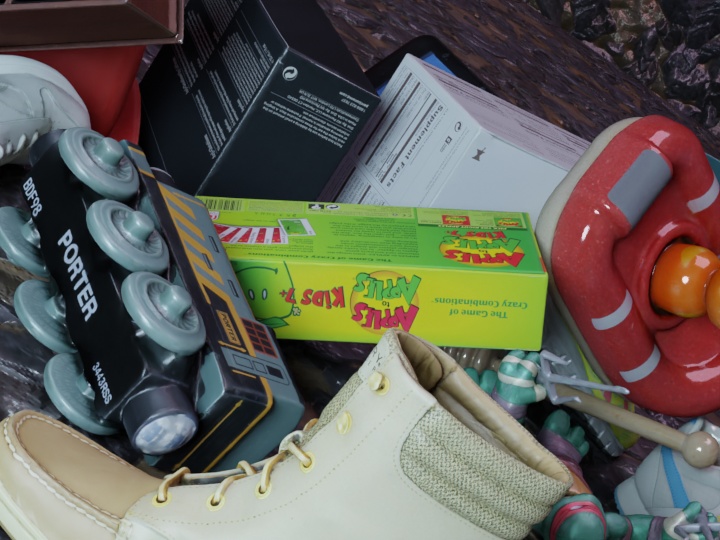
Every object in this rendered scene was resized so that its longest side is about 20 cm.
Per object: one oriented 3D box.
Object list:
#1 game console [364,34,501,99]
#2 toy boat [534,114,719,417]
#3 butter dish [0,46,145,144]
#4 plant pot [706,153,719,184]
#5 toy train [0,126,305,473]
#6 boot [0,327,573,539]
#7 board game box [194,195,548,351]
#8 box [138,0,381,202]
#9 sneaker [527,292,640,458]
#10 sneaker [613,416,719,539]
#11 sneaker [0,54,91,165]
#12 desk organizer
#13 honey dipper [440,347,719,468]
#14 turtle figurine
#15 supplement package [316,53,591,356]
[{"bbox_3d":[0.018,-0.123,1.277,0.172,0.119,0.200,16,25,-44],"label":"game console"},{"bbox_3d":[0.201,0.008,0.948,0.131,0.131,0.200,21,-25,45],"label":"toy boat"},{"bbox_3d":[-0.201,-0.183,1.000,0.199,0.148,0.200,29,18,-18],"label":"butter dish"},{"bbox_3d":[0.351,-0.010,1.541,0.200,0.135,0.200,31,19,-12],"label":"plant pot"},{"bbox_3d":[-0.103,0.013,0.767,0.114,0.085,0.200,25,27,-44],"label":"toy train"},{"bbox_3d":[-0.036,0.078,0.611,0.200,0.156,0.073,35,18,2],"label":"boot"},{"bbox_3d":[0.000,0.000,0.902,0.200,0.048,0.102,3,22,-1],"label":"board game box"},{"bbox_3d":[-0.077,-0.112,1.047,0.079,0.141,0.200,27,20,-29],"label":"box"},{"bbox_3d":[0.159,0.047,1.058,0.078,0.090,0.200,48,-8,48],"label":"sneaker"},{"bbox_3d":[0.225,0.169,0.956,0.076,0.081,0.200,24,22,-34],"label":"sneaker"},{"bbox_3d":[-0.218,-0.071,0.847,0.200,0.075,0.100,10,52,-56],"label":"sneaker"},{"bbox_3d":[-0.200,-0.159,0.845,0.200,0.072,0.077,-1,-5,13],"label":"desk organizer"},{"bbox_3d":[0.130,0.076,0.988,0.200,0.038,0.038,20,11,26],"label":"honey dipper"},{"bbox_3d":[0.110,0.112,0.871,0.150,0.101,0.200,48,-3,-15],"label":"turtle figurine"},{"bbox_3d":[0.086,-0.028,1.089,0.200,0.156,0.111,20,21,-37],"label":"supplement package"}]
